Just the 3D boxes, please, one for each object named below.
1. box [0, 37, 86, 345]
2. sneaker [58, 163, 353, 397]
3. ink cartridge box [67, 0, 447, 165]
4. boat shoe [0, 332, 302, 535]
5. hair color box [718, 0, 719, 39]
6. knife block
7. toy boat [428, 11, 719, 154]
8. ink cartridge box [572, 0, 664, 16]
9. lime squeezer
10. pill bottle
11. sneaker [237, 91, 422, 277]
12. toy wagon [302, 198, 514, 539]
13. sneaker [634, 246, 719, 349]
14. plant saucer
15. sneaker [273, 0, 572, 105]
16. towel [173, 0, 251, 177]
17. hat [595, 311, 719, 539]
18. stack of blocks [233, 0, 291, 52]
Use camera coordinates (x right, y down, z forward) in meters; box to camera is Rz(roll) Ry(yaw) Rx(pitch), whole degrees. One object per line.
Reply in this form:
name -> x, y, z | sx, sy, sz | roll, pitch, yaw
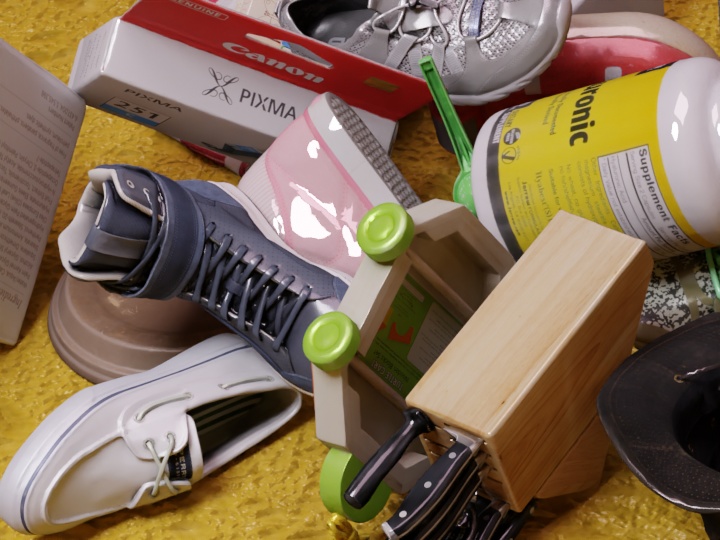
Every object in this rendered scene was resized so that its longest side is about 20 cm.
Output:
box -> -0.313, -0.071, 1.758 | 0.198, 0.200, 0.172 | 11, 78, 24
sneaker -> -0.085, 0.007, 1.629 | 0.146, 0.077, 0.202 | 12, 21, -50
ink cartridge box -> -0.069, -0.110, 1.784 | 0.199, 0.045, 0.176 | 19, -13, -17
boat shoe -> -0.117, 0.097, 1.636 | 0.067, 0.074, 0.200 | 26, 47, 36
hair color box -> 0.298, -0.133, 1.889 | 0.099, 0.061, 0.201 | -6, 36, 3
knife block -> 0.070, 0.073, 1.554 | 0.064, 0.201, 0.175 | 22, 15, 35
toy boat -> 0.142, -0.086, 1.827 | 0.198, 0.131, 0.132 | -3, 66, 9
ink cartridge box -> 0.093, -0.192, 1.991 | 0.199, 0.085, 0.146 | 15, 41, 31
lime squeezer -> 0.073, -0.031, 1.733 | 0.038, 0.201, 0.070 | -23, -13, 29
pill bottle -> 0.174, -0.062, 1.665 | 0.199, 0.112, 0.111 | -13, 28, 33
sneaker -> 0.000, 0.000, 1.729 | 0.104, 0.201, 0.075 | -38, -11, 13
toy wagon -> 0.022, 0.061, 1.586 | 0.039, 0.155, 0.201 | 14, 70, 40
sneaker -> 0.240, -0.008, 1.682 | 0.199, 0.089, 0.077 | -13, 61, -6
plant saucer -> -0.103, 0.010, 1.797 | 0.199, 0.030, 0.201 | -6, 34, 4
sneaker -> 0.036, -0.148, 1.765 | 0.199, 0.082, 0.075 | -7, 62, 29
towel -> -0.098, -0.154, 1.986 | 0.144, 0.023, 0.200 | -49, 47, -10
hat -> 0.221, 0.103, 1.558 | 0.199, 0.081, 0.201 | 1, 32, -1
stack of blocks -> -0.007, -0.204, 1.889 | 0.115, 0.201, 0.059 | 23, -3, -15
